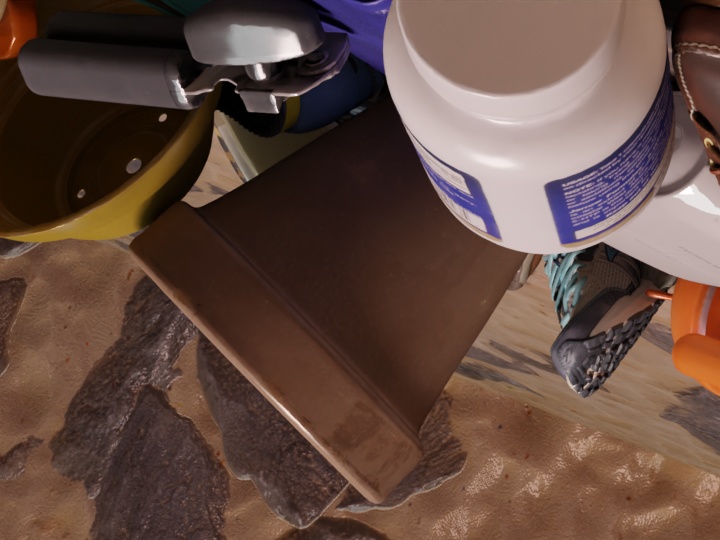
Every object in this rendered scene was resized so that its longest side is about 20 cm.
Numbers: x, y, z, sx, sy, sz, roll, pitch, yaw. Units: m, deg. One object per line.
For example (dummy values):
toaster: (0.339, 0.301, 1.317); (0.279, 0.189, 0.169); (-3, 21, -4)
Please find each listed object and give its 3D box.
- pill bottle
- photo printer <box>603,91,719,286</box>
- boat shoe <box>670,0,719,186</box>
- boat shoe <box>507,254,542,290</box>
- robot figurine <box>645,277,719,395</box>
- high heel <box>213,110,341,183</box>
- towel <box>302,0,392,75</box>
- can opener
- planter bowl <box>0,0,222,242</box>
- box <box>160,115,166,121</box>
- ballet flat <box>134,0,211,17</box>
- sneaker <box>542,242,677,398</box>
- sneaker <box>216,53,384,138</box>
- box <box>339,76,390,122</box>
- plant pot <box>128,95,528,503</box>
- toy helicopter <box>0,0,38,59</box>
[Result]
pill bottle: (0.073, -0.086, 1.062); (0.120, 0.120, 0.200); (21, 171, 13)
photo printer: (0.186, -0.039, 1.301); (0.166, 0.070, 0.200); (26, 173, -30)
boat shoe: (0.187, -0.062, 1.110); (0.070, 0.070, 0.200); (20, 172, 34)
boat shoe: (0.101, -0.042, 1.506); (0.076, 0.072, 0.200); (51, 168, 4)
robot figurine: (0.261, 0.034, 1.422); (0.200, 0.144, 0.117); (24, 161, 48)
high heel: (-0.033, -0.067, 1.554); (0.200, 0.071, 0.143); (34, -175, -23)
towel: (0.019, -0.133, 1.239); (0.148, 0.050, 0.200); (27, 178, 38)
can opener: (-0.095, -0.120, 1.260); (0.200, 0.053, 0.067); (7, 133, 34)
planter bowl: (-0.146, -0.080, 1.403); (0.200, 0.201, 0.083); (18, 157, 40)
box: (-0.201, -0.144, 1.758); (0.095, 0.078, 0.200); (28, 172, -39)
ballet flat: (-0.129, -0.179, 1.290); (0.200, 0.067, 0.070); (29, -173, -33)
sneaker: (0.143, 0.010, 1.541); (0.086, 0.078, 0.200); (35, -152, 6)
sneaker: (-0.059, -0.130, 1.436); (0.078, 0.066, 0.200); (-16, -151, -27)
box: (-0.028, -0.115, 1.561); (0.200, 0.040, 0.137); (18, 172, 33)
plant pot: (0.000, 0.000, 1.369); (0.200, 0.175, 0.200); (46, 178, 2)
toy helicopter: (-0.260, -0.203, 1.398); (0.079, 0.132, 0.200); (-17, -141, -37)
